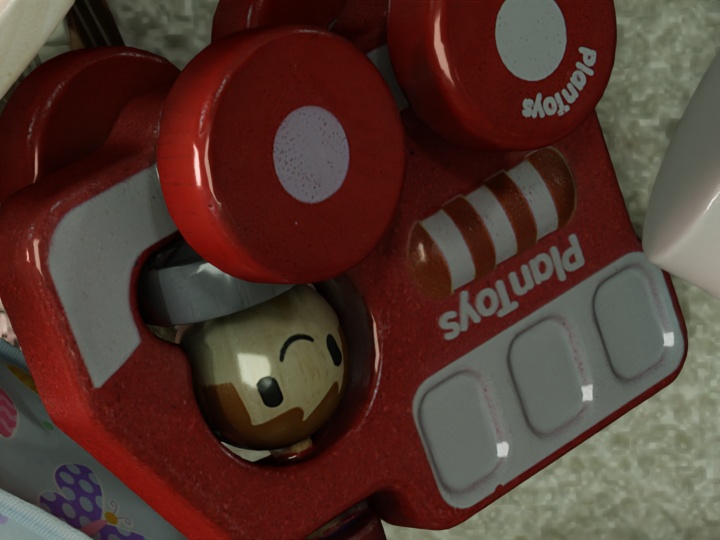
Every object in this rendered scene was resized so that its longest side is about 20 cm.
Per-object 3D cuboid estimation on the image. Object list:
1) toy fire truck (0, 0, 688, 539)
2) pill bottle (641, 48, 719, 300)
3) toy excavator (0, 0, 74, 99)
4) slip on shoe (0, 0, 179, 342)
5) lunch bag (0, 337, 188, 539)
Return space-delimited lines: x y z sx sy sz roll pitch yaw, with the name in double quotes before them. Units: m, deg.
"toy fire truck" 0.000 0.000 0.741 0.200 0.112 0.168 -32 108 -33
"pill bottle" 0.184 0.003 0.740 0.199 0.113 0.113 26 104 -7
"toy excavator" -0.064 -0.125 0.658 0.100 0.201 0.194 32 137 -34
"slip on shoe" -0.100 -0.056 0.795 0.060 0.076 0.200 -26 105 11
"lunch bag" -0.111 0.128 0.801 0.200 0.127 0.170 36 105 -27
